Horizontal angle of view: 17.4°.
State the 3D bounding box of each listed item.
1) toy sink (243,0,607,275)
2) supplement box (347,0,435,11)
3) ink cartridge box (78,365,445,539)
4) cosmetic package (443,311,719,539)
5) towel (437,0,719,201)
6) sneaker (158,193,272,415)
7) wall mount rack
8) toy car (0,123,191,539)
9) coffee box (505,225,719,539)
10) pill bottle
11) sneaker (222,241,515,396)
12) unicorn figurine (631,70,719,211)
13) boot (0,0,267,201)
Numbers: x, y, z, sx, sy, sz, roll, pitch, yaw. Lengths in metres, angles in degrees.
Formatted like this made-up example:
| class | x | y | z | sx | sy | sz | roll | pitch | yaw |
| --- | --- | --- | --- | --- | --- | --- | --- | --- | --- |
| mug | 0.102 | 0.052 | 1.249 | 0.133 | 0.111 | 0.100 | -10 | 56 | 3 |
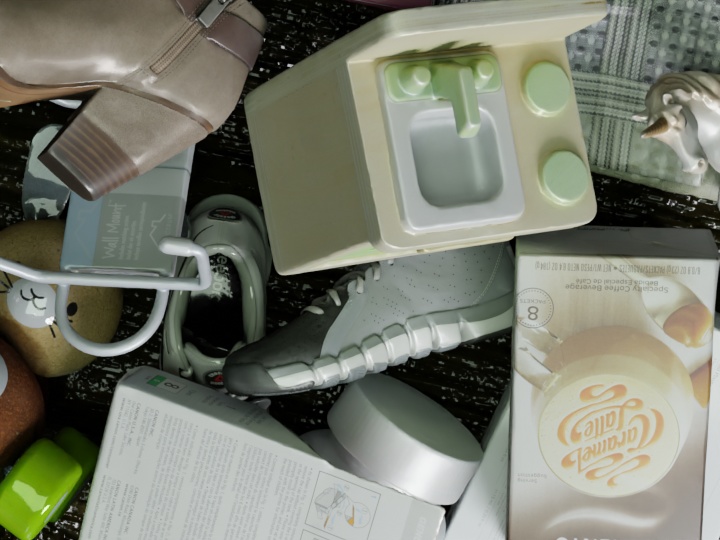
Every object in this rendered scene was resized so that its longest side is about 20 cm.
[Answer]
| class | x | y | z | sx | sy | sz | roll | pitch | yaw |
| --- | --- | --- | --- | --- | --- | --- | --- | --- | --- |
| toy sink | 0.040 | -0.065 | 1.235 | 0.130 | 0.200 | 0.113 | -9 | 85 | -26 |
| supplement box | 0.010 | -0.211 | 1.248 | 0.085 | 0.200 | 0.111 | 11 | 106 | 1 |
| ink cartridge box | -0.061 | 0.162 | 1.328 | 0.199 | 0.050 | 0.162 | 19 | 108 | 10 |
| cosmetic package | 0.153 | 0.109 | 1.403 | 0.150 | 0.052 | 0.201 | 24 | 105 | -1 |
| towel | 0.144 | -0.147 | 1.344 | 0.199 | 0.035 | 0.193 | 12 | 105 | 0 |
| sneaker | -0.089 | 0.063 | 1.387 | 0.074 | 0.089 | 0.201 | 0 | 106 | 2 |
| wall mount rack | -0.162 | -0.058 | 1.313 | 0.173 | 0.075 | 0.201 | 3 | 64 | 6 |
| toy car | -0.192 | 0.024 | 1.359 | 0.164 | 0.158 | 0.200 | 36 | 93 | 1 |
| coffee box | 0.140 | 0.080 | 1.329 | 0.114 | 0.080 | 0.201 | 1 | 104 | 3 |
| pill bottle | -0.018 | 0.166 | 1.397 | 0.109 | 0.110 | 0.200 | 31 | 104 | -5 |
| sneaker | 0.000 | 0.000 | 1.355 | 0.199 | 0.075 | 0.116 | -15 | 93 | -26 |
| unicorn figurine | 0.236 | -0.078 | 1.325 | 0.200 | 0.074 | 0.138 | -39 | 111 | -20 |
| boot | -0.148 | -0.141 | 1.237 | 0.200 | 0.070 | 0.146 | 47 | 71 | -22 |
